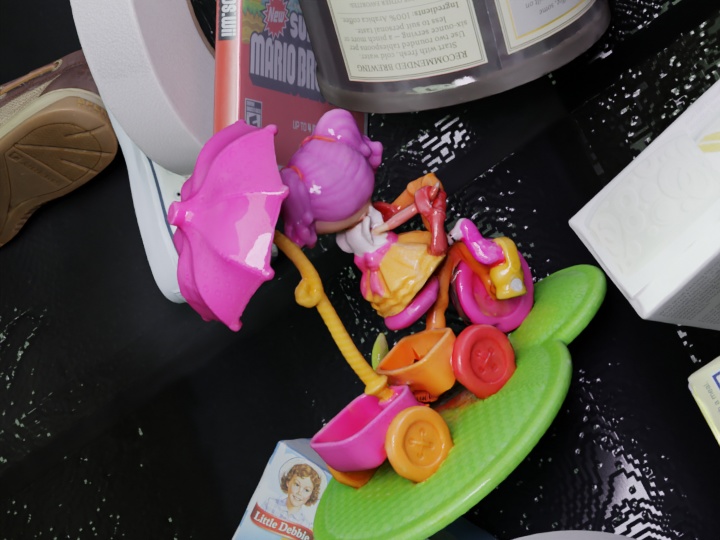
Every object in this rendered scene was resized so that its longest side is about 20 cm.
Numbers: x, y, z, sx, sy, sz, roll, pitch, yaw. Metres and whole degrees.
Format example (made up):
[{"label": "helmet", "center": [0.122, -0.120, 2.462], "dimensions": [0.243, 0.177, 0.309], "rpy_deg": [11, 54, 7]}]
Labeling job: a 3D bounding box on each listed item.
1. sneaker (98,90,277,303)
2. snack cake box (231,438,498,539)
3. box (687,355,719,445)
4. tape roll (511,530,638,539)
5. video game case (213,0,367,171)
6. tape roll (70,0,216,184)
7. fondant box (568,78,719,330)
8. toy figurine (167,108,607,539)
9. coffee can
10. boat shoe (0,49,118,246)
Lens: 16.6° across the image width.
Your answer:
[{"label": "sneaker", "center": [-0.091, -0.086, 1.313], "dimensions": [0.071, 0.073, 0.201], "rpy_deg": [-18, 87, 18]}, {"label": "snack cake box", "center": [0.026, 0.180, 1.224], "dimensions": [0.200, 0.067, 0.115], "rpy_deg": [30, 102, 27]}, {"label": "box", "center": [0.269, 0.037, 1.036], "dimensions": [0.200, 0.176, 0.097], "rpy_deg": [-35, 71, 22]}, {"label": "tape roll", "center": [0.102, 0.232, 1.085], "dimensions": [0.202, 0.139, 0.204], "rpy_deg": [-2, 105, -9]}, {"label": "video game case", "center": [-0.032, -0.143, 1.233], "dimensions": [0.017, 0.143, 0.201], "rpy_deg": [-1, 87, 26]}, {"label": "tape roll", "center": [-0.075, -0.145, 1.226], "dimensions": [0.037, 0.203, 0.204], "rpy_deg": [-6, 84, 28]}, {"label": "fondant box", "center": [0.195, -0.039, 1.068], "dimensions": [0.144, 0.200, 0.058], "rpy_deg": [-44, 68, 19]}, {"label": "toy figurine", "center": [0.000, 0.000, 1.146], "dimensions": [0.184, 0.200, 0.150], "rpy_deg": [51, 151, -17]}, {"label": "coffee can", "center": [0.025, -0.194, 1.157], "dimensions": [0.146, 0.146, 0.201], "rpy_deg": [-2, 116, 29]}, {"label": "boat shoe", "center": [-0.208, -0.066, 1.380], "dimensions": [0.200, 0.072, 0.072], "rpy_deg": [-28, 43, 35]}]
